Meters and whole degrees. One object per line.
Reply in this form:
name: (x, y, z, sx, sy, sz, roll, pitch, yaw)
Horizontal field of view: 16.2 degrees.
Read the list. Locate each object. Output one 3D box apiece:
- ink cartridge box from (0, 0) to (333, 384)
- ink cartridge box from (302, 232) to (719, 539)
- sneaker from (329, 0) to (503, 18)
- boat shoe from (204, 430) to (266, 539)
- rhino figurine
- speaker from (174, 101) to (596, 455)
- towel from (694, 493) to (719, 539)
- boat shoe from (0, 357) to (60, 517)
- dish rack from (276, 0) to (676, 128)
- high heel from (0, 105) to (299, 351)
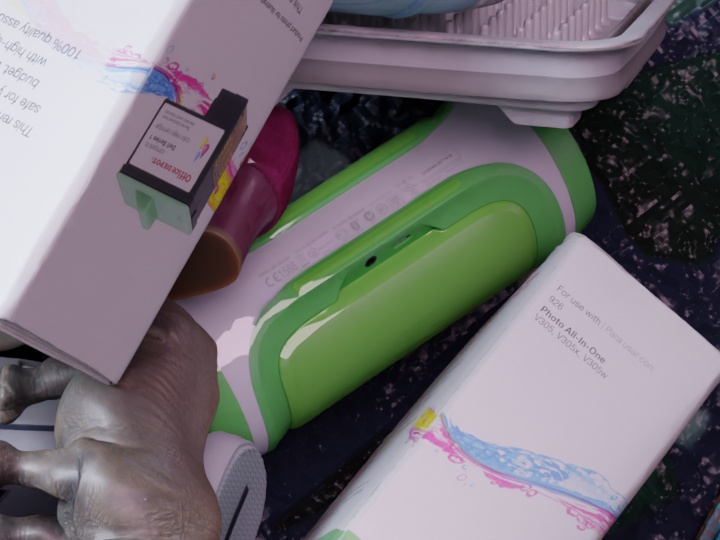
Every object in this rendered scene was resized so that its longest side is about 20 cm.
ink cartridge box: (-0.111, -0.080, 0.924, 0.144, 0.084, 0.201, 26, 83, 32)
ink cartridge box: (0.041, 0.098, 0.999, 0.087, 0.145, 0.200, 38, 70, 0)
sneaker: (-0.032, -0.145, 1.002, 0.082, 0.199, 0.074, -12, 110, -49)
boat shoe: (-0.095, 0.148, 0.953, 0.066, 0.074, 0.201, 4, 47, 22)
rhino figurine: (-0.094, 0.083, 0.919, 0.087, 0.060, 0.201, -1, 47, -2)
speaker: (0.000, 0.000, 1.058, 0.199, 0.089, 0.089, -33, 80, -18)
towel: (0.186, 0.183, 1.062, 0.146, 0.022, 0.201, 33, 70, 3)
boat shoe: (-0.182, 0.059, 0.995, 0.199, 0.073, 0.066, 13, 49, -41)
dish rack: (0.029, -0.098, 1.050, 0.198, 0.172, 0.044, 5, 107, 15)
high heel: (-0.120, -0.021, 1.032, 0.199, 0.068, 0.096, -3, 36, 21)
